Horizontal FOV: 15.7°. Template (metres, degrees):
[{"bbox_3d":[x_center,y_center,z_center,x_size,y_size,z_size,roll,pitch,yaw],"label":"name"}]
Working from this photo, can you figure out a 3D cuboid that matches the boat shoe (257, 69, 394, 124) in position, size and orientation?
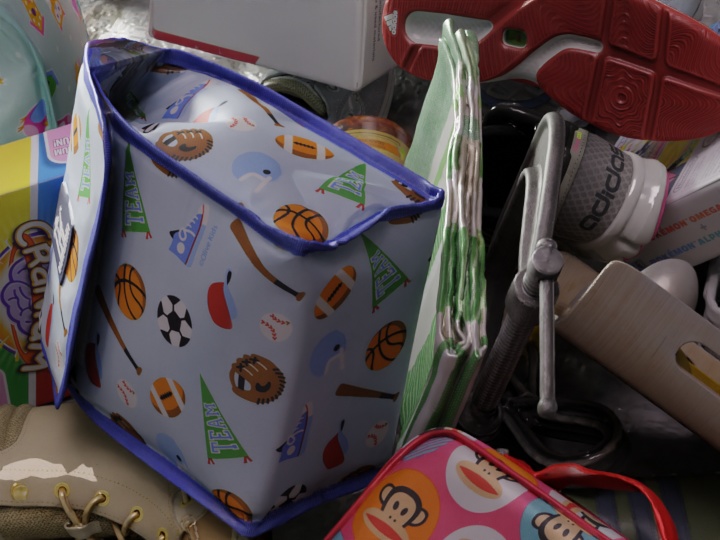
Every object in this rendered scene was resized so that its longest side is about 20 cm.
[{"bbox_3d":[-0.048,-0.079,1.496,0.074,0.065,0.202,23,52,29],"label":"boat shoe"}]

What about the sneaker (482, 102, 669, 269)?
[{"bbox_3d":[0.077,-0.047,1.371,0.200,0.087,0.074,1,64,63],"label":"sneaker"}]

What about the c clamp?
[{"bbox_3d":[0.068,0.018,1.219,0.027,0.200,0.171,9,67,-5],"label":"c clamp"}]

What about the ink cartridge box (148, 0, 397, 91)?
[{"bbox_3d":[-0.011,-0.187,1.538,0.145,0.084,0.200,15,28,26],"label":"ink cartridge box"}]

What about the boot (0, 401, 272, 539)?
[{"bbox_3d":[-0.122,0.127,1.288,0.155,0.073,0.200,-6,40,-2],"label":"boot"}]

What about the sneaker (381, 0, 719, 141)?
[{"bbox_3d":[0.122,-0.128,1.384,0.199,0.079,0.115,19,23,19],"label":"sneaker"}]

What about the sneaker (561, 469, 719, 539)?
[{"bbox_3d":[0.142,0.131,1.253,0.200,0.067,0.090,11,28,32],"label":"sneaker"}]

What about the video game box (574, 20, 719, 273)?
[{"bbox_3d":[0.204,-0.079,1.390,0.182,0.047,0.200,-23,25,50],"label":"video game box"}]

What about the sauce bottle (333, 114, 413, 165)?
[{"bbox_3d":[0.000,0.000,1.401,0.066,0.066,0.200,-6,41,5],"label":"sauce bottle"}]

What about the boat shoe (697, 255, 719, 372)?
[{"bbox_3d":[0.233,-0.022,1.383,0.073,0.066,0.200,10,48,20],"label":"boat shoe"}]

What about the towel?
[{"bbox_3d":[0.035,-0.002,1.285,0.023,0.153,0.201,6,54,-8],"label":"towel"}]

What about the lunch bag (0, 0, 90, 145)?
[{"bbox_3d":[-0.223,-0.138,1.494,0.121,0.200,0.171,-7,45,3],"label":"lunch bag"}]

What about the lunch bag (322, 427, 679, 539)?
[{"bbox_3d":[0.070,0.164,1.169,0.200,0.082,0.176,37,88,34],"label":"lunch bag"}]

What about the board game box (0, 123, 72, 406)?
[{"bbox_3d":[-0.181,0.004,1.373,0.199,0.153,0.040,-18,44,-7],"label":"board game box"}]

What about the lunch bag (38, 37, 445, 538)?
[{"bbox_3d":[-0.077,0.002,1.252,0.124,0.171,0.200,-18,42,-43],"label":"lunch bag"}]

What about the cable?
[{"bbox_3d":[0.070,0.056,1.309,0.097,0.050,0.200,-19,20,-3],"label":"cable"}]

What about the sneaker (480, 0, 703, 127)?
[{"bbox_3d":[0.128,-0.112,1.494,0.200,0.087,0.075,-42,51,-5],"label":"sneaker"}]

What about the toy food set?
[{"bbox_3d":[0.157,0.039,1.228,0.143,0.200,0.060,36,91,-3],"label":"toy food set"}]
